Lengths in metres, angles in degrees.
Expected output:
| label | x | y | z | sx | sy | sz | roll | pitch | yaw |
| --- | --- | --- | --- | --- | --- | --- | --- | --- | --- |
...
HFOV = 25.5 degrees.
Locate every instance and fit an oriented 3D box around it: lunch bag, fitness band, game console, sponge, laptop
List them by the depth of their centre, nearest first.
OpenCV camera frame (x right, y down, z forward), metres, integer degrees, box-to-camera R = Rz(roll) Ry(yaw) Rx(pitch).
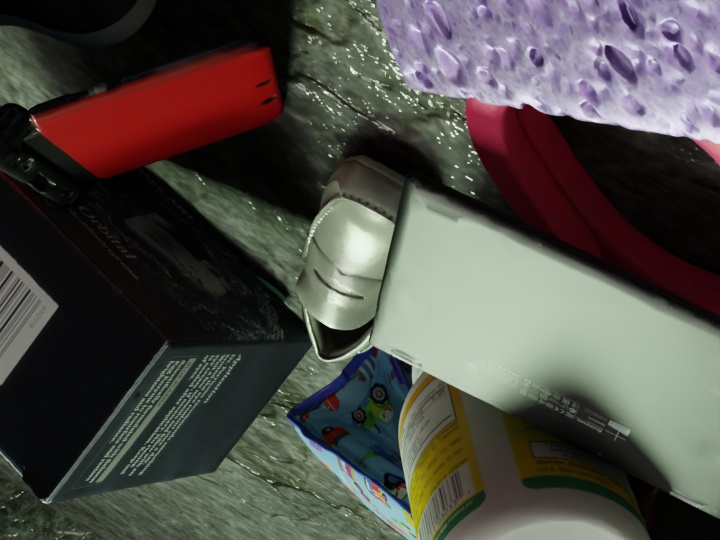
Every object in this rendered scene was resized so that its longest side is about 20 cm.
| label | x | y | z | sx | sy | sz | roll | pitch | yaw |
| --- | --- | --- | --- | --- | --- | --- | --- | --- | --- |
| sponge | 0.081 | -0.100 | 0.527 | 0.199 | 0.030 | 0.112 | 15 | 137 | 40 |
| fitness band | 0.127 | -0.033 | 0.664 | 0.143 | 0.038 | 0.200 | 9 | 151 | 43 |
| game console | -0.139 | -0.102 | 0.748 | 0.172 | 0.119 | 0.200 | 41 | 176 | 2 |
| laptop | 0.112 | 0.020 | 0.753 | 0.186 | 0.116 | 0.201 | 25 | 145 | 10 |
| lunch bag | 0.061 | 0.153 | 1.016 | 0.151 | 0.094 | 0.200 | 47 | 180 | -36 |

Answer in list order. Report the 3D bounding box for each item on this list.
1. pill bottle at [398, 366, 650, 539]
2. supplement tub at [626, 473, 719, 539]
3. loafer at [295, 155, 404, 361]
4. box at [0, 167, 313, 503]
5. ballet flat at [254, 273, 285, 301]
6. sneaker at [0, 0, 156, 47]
| label | x | y | z | sx | sy | sz | roll | pitch | yaw |
| --- | --- | --- | --- | --- | --- | --- | --- | --- | --- |
| pill bottle | 0.079 | 0.105 | 0.829 | 0.113 | 0.113 | 0.201 | 41 | -162 | -25 |
| supplement tub | 0.169 | 0.146 | 0.902 | 0.107 | 0.107 | 0.200 | 34 | 169 | -8 |
| loafer | 0.000 | 0.000 | 0.876 | 0.070 | 0.070 | 0.200 | 28 | 160 | 10 |
| box | -0.159 | 0.018 | 0.916 | 0.197 | 0.118 | 0.200 | 43 | -167 | 17 |
| ballet flat | -0.140 | -0.005 | 1.075 | 0.200 | 0.073 | 0.068 | 40 | 159 | -22 |
| sneaker | -0.199 | -0.168 | 0.782 | 0.199 | 0.071 | 0.099 | 11 | 153 | 31 |
